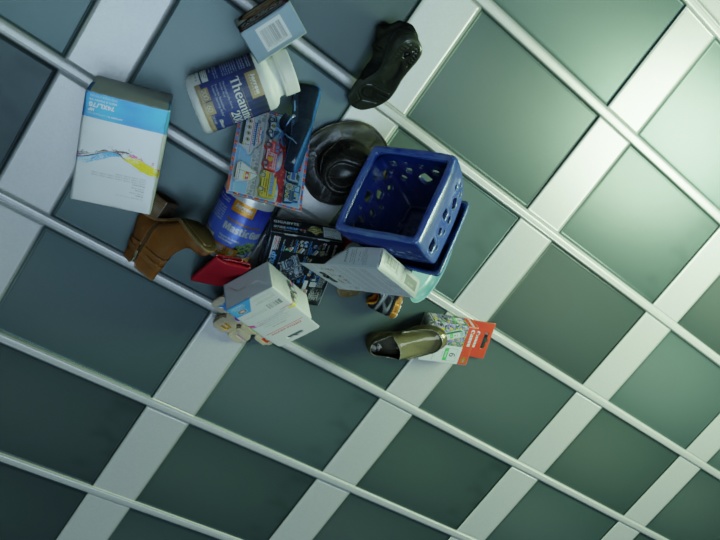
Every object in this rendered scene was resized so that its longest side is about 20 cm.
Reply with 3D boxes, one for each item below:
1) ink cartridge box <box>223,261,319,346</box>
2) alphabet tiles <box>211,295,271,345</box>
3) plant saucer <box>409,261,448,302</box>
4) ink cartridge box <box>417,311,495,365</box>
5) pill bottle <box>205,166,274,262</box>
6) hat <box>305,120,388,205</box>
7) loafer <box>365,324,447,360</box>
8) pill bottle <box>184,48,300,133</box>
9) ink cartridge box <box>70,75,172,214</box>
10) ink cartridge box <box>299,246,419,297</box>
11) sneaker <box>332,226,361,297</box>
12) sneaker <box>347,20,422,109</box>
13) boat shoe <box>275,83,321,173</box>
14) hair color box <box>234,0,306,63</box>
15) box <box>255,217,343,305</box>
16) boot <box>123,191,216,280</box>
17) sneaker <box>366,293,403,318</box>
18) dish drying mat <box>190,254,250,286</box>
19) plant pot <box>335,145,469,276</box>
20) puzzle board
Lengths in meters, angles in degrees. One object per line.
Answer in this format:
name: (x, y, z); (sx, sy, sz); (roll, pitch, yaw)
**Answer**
ink cartridge box: (-0.184, 0.076, 1.427); (0.114, 0.068, 0.200); (-26, 143, 14)
alphabet tiles: (-0.226, 0.093, 1.504); (0.199, 0.015, 0.196); (-31, 132, 17)
plant saucer: (0.152, -0.025, 1.513); (0.200, 0.027, 0.202); (-44, 148, -37)
ink cartridge box: (0.239, 0.174, 1.676); (0.198, 0.050, 0.110); (9, 112, -17)
pill bottle: (-0.240, -0.122, 1.380); (0.111, 0.112, 0.201); (22, 109, -22)
hat: (-0.025, -0.213, 1.409); (0.198, 0.081, 0.203); (-6, 115, -12)
loafer: (0.107, 0.178, 1.602); (0.197, 0.068, 0.077); (-10, 106, 13)
pill bottle: (-0.220, -0.344, 1.280); (0.198, 0.111, 0.112); (-21, 118, -3)
ink cartridge box: (-0.440, -0.232, 1.257); (0.144, 0.147, 0.202); (11, 111, -18)
ink cartridge box: (0.000, 0.000, 1.396); (0.162, 0.198, 0.058); (36, 69, -50)
sneaker: (-0.025, -0.031, 1.513); (0.070, 0.113, 0.201); (-6, 146, -13)
sneaker: (0.045, -0.412, 1.344); (0.076, 0.115, 0.199); (20, 137, -27)
boat shoe: (-0.128, -0.276, 1.318); (0.068, 0.202, 0.084); (14, 147, -6)
hair color box: (-0.164, -0.433, 1.201); (0.098, 0.200, 0.061); (-32, 118, 2)
box: (-0.140, -0.014, 1.459); (0.157, 0.046, 0.201); (8, 132, -18)
boot: (-0.383, -0.043, 1.354); (0.156, 0.200, 0.073); (-57, 151, 11)
sneaker: (0.071, 0.014, 1.547); (0.076, 0.078, 0.202); (13, 109, -8)
dish drying mat: (-0.290, 0.002, 1.397); (0.076, 0.200, 0.018); (12, 73, -25)
plant pot: (0.099, -0.109, 1.353); (0.202, 0.198, 0.180); (-64, 145, -17)
puzzle board: (-0.175, -0.223, 1.325); (0.149, 0.202, 0.017); (14, 156, -20)
